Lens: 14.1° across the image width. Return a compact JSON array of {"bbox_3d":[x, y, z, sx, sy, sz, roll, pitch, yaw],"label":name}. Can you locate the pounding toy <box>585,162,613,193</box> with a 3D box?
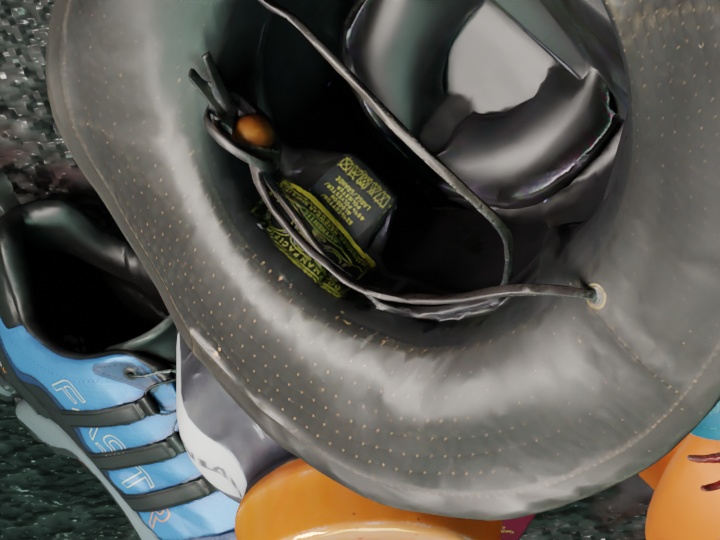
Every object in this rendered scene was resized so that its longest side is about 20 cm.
[{"bbox_3d":[0.160,-0.050,0.770,0.184,0.200,0.142,36,167,-20],"label":"pounding toy"}]

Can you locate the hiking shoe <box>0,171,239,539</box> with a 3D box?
[{"bbox_3d":[-0.053,0.052,0.936,0.200,0.074,0.087,33,154,22],"label":"hiking shoe"}]

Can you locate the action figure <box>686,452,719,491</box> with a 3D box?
[{"bbox_3d":[0.163,0.101,0.844,0.099,0.200,0.065,-21,132,11],"label":"action figure"}]

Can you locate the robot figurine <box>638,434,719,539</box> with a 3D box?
[{"bbox_3d":[0.180,0.095,0.999,0.144,0.200,0.117,-11,138,-51],"label":"robot figurine"}]

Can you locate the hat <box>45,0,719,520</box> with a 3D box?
[{"bbox_3d":[0.027,-0.046,0.638,0.200,0.081,0.201,20,126,30],"label":"hat"}]

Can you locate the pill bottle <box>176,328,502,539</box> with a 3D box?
[{"bbox_3d":[0.000,0.000,0.817,0.106,0.200,0.106,-1,148,-1],"label":"pill bottle"}]

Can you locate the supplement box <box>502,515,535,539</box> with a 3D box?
[{"bbox_3d":[0.017,0.049,1.032,0.109,0.061,0.200,7,147,-13],"label":"supplement box"}]

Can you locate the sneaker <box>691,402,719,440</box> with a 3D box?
[{"bbox_3d":[0.098,-0.026,0.836,0.079,0.131,0.200,1,158,46],"label":"sneaker"}]
